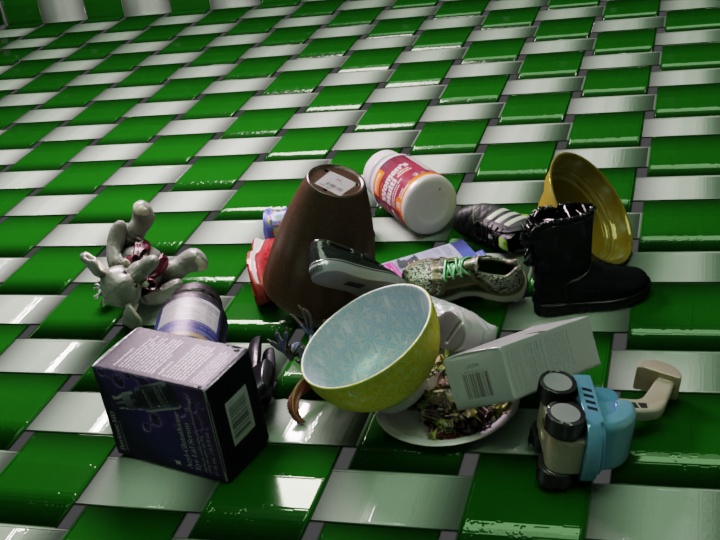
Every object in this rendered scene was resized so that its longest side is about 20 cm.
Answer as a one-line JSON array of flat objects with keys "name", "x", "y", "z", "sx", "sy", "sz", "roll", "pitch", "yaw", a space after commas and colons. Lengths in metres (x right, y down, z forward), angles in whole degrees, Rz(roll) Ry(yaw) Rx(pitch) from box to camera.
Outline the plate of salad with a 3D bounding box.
[{"name": "plate of salad", "x": 0.115, "y": 0.166, "z": 1.488, "sx": 0.197, "sy": 0.049, "sz": 0.201, "roll": -7, "pitch": 27, "yaw": 4}]

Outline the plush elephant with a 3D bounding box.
[{"name": "plush elephant", "x": -0.376, "y": 0.004, "z": 1.848, "sx": 0.199, "sy": 0.165, "sz": 0.155, "roll": -40, "pitch": 14, "yaw": 4}]

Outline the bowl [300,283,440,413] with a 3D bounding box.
[{"name": "bowl", "x": 0.030, "y": 0.123, "z": 1.468, "sx": 0.198, "sy": 0.108, "sz": 0.201, "roll": -25, "pitch": 27, "yaw": 14}]

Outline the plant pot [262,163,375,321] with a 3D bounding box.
[{"name": "plant pot", "x": -0.052, "y": -0.057, "z": 1.744, "sx": 0.184, "sy": 0.202, "sz": 0.188, "roll": 7, "pitch": 37, "yaw": -6}]

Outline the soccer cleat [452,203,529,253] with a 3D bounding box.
[{"name": "soccer cleat", "x": 0.238, "y": -0.067, "z": 1.870, "sx": 0.198, "sy": 0.068, "sz": 0.081, "roll": 10, "pitch": 34, "yaw": 28}]

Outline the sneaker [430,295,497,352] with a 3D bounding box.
[{"name": "sneaker", "x": 0.126, "y": 0.081, "z": 1.641, "sx": 0.079, "sy": 0.072, "sz": 0.200, "roll": 7, "pitch": 10, "yaw": -29}]

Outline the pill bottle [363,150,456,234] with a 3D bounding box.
[{"name": "pill bottle", "x": 0.085, "y": -0.149, "z": 2.027, "sx": 0.108, "sy": 0.111, "sz": 0.200, "roll": -19, "pitch": 29, "yaw": -18}]

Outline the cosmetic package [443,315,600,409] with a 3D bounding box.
[{"name": "cosmetic package", "x": 0.211, "y": 0.117, "z": 1.435, "sx": 0.101, "sy": 0.075, "sz": 0.199, "roll": -16, "pitch": 0, "yaw": 44}]

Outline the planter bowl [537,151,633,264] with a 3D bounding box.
[{"name": "planter bowl", "x": 0.345, "y": -0.083, "z": 1.795, "sx": 0.083, "sy": 0.201, "sz": 0.200, "roll": -34, "pitch": 8, "yaw": 40}]

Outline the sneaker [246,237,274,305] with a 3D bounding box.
[{"name": "sneaker", "x": -0.128, "y": -0.012, "z": 1.877, "sx": 0.114, "sy": 0.079, "sz": 0.201, "roll": -10, "pitch": 28, "yaw": 2}]

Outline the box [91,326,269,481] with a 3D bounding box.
[{"name": "box", "x": -0.239, "y": 0.175, "z": 1.482, "sx": 0.198, "sy": 0.150, "sz": 0.104, "roll": 6, "pitch": 32, "yaw": 31}]

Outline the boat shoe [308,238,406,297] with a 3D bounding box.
[{"name": "boat shoe", "x": 0.000, "y": 0.000, "z": 1.628, "sx": 0.068, "sy": 0.057, "sz": 0.199, "roll": -26, "pitch": -28, "yaw": 33}]

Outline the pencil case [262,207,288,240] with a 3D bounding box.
[{"name": "pencil case", "x": -0.076, "y": -0.085, "z": 1.994, "sx": 0.197, "sy": 0.079, "sz": 0.087, "roll": -7, "pitch": 7, "yaw": 6}]

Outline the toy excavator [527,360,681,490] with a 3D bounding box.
[{"name": "toy excavator", "x": 0.309, "y": 0.179, "z": 1.367, "sx": 0.197, "sy": 0.101, "sz": 0.195, "roll": 4, "pitch": 30, "yaw": -1}]

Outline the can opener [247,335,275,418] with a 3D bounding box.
[{"name": "can opener", "x": -0.143, "y": 0.154, "z": 1.593, "sx": 0.078, "sy": 0.064, "sz": 0.200, "roll": -35, "pitch": 15, "yaw": 10}]

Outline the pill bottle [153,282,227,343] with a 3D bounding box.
[{"name": "pill bottle", "x": -0.256, "y": 0.101, "z": 1.665, "sx": 0.110, "sy": 0.113, "sz": 0.201, "roll": -9, "pitch": 27, "yaw": 2}]

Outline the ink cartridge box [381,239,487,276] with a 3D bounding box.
[{"name": "ink cartridge box", "x": 0.128, "y": 0.004, "z": 1.801, "sx": 0.197, "sy": 0.043, "sz": 0.120, "roll": -14, "pitch": 28, "yaw": -12}]

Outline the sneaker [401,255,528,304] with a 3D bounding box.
[{"name": "sneaker", "x": 0.161, "y": -0.002, "z": 1.700, "sx": 0.197, "sy": 0.089, "sz": 0.078, "roll": 0, "pitch": 60, "yaw": 2}]

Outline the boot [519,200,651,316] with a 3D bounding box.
[{"name": "boot", "x": 0.333, "y": -0.023, "z": 1.646, "sx": 0.195, "sy": 0.164, "sz": 0.074, "roll": -10, "pitch": 28, "yaw": 0}]

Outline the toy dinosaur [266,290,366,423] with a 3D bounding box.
[{"name": "toy dinosaur", "x": -0.060, "y": 0.118, "z": 1.621, "sx": 0.104, "sy": 0.203, "sz": 0.181, "roll": 10, "pitch": -5, "yaw": 29}]
